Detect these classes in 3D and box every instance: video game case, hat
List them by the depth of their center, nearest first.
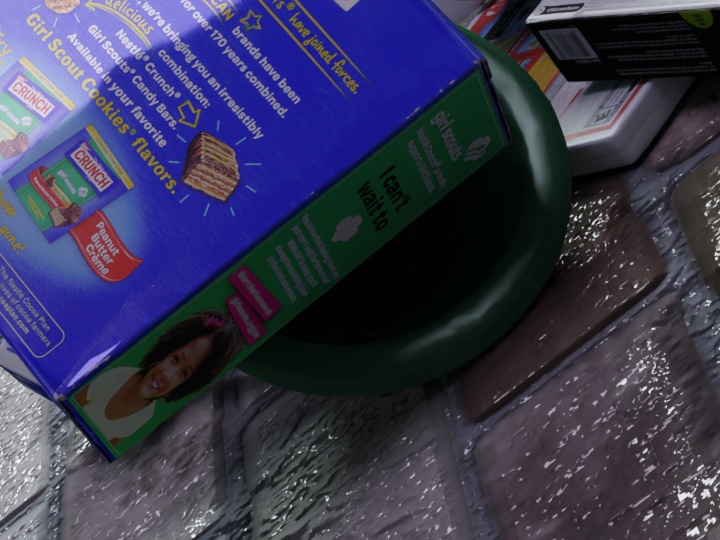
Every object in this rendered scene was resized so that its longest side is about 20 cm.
[{"bbox_3d":[0.000,0.000,1.235,0.200,0.176,0.166,22,72,20],"label":"hat"},{"bbox_3d":[0.084,-0.084,1.269,0.200,0.017,0.143,-11,36,55],"label":"video game case"}]

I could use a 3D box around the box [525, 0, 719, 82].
[{"bbox_3d":[0.164,-0.123,1.140,0.110,0.035,0.200,-50,27,-24],"label":"box"}]

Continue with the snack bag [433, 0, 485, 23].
[{"bbox_3d":[-0.058,-0.138,1.387,0.200,0.189,0.021,-39,5,19],"label":"snack bag"}]

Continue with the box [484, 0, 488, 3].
[{"bbox_3d":[0.063,-0.261,1.448,0.200,0.177,0.097,-44,19,-9],"label":"box"}]

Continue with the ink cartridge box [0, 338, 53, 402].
[{"bbox_3d":[-0.093,-0.034,1.322,0.200,0.044,0.094,-63,-5,-7],"label":"ink cartridge box"}]

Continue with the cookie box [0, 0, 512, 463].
[{"bbox_3d":[-0.073,-0.058,1.134,0.200,0.171,0.075,-39,-24,-5],"label":"cookie box"}]
